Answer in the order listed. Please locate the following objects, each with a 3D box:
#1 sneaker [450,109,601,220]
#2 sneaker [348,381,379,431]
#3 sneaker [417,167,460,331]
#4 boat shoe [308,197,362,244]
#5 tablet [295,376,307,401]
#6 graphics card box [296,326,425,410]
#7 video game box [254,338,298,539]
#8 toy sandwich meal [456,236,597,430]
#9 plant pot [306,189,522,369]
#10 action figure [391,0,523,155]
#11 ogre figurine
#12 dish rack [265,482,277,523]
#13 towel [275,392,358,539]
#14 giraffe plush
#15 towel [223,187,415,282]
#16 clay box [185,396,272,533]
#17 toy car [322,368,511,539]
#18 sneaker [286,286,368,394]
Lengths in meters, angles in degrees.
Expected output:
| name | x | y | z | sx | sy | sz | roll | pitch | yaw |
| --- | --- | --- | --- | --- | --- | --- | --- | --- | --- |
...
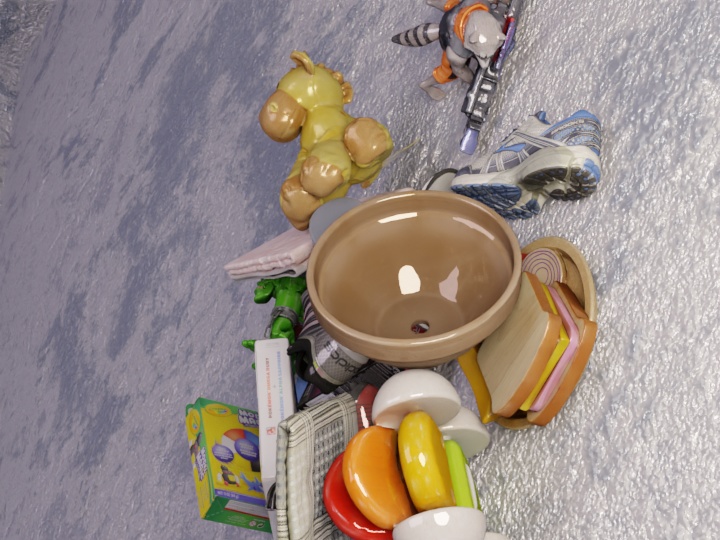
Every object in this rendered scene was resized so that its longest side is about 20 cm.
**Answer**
| name | x | y | z | sx | sy | sz | roll | pitch | yaw |
| --- | --- | --- | --- | --- | --- | --- | --- | --- | --- |
| sneaker | 0.169 | -0.108 | 1.309 | 0.199 | 0.077 | 0.086 | -9 | 56 | 53 |
| sneaker | 0.027 | 0.213 | 1.345 | 0.097 | 0.070 | 0.204 | -5 | 90 | 32 |
| sneaker | 0.097 | -0.030 | 1.369 | 0.079 | 0.073 | 0.202 | -45 | 28 | 43 |
| boat shoe | 0.005 | -0.002 | 1.425 | 0.202 | 0.074 | 0.087 | 53 | 166 | 54 |
| tablet | -0.034 | 0.073 | 1.650 | 0.130 | 0.013 | 0.203 | -3 | 74 | 62 |
| graphics card box | 0.015 | 0.087 | 1.461 | 0.200 | 0.051 | 0.126 | -37 | 23 | 52 |
| video game box | -0.089 | 0.211 | 1.536 | 0.201 | 0.046 | 0.184 | 85 | -179 | -52 |
| toy sandwich meal | 0.147 | 0.058 | 1.239 | 0.205 | 0.069 | 0.208 | -41 | 41 | 48 |
| plant pot | 0.053 | 0.025 | 1.232 | 0.202 | 0.198 | 0.094 | -105 | 3 | -47 |
| action figure | 0.104 | -0.235 | 1.463 | 0.193 | 0.103 | 0.203 | -179 | 106 | -73 |
| ogre figurine | -0.090 | 0.064 | 1.644 | 0.097 | 0.200 | 0.121 | 11 | 69 | 19 |
| dish rack | -0.043 | 0.331 | 1.372 | 0.054 | 0.153 | 0.203 | -5 | 70 | 41 |
| towel | -0.033 | 0.225 | 1.231 | 0.192 | 0.034 | 0.204 | -6 | -85 | -74 |
| giraffe plush | -0.047 | -0.169 | 1.547 | 0.163 | 0.199 | 0.173 | 52 | 142 | 5 |
| towel | -0.048 | -0.041 | 1.592 | 0.199 | 0.190 | 0.033 | -7 | 111 | 61 |
| clay box | -0.156 | 0.237 | 1.681 | 0.048 | 0.114 | 0.201 | -56 | 32 | 28 |
| toy car | 0.045 | 0.203 | 1.206 | 0.148 | 0.200 | 0.177 | -19 | 59 | 14 |
| sneaker | -0.043 | 0.074 | 1.426 | 0.088 | 0.074 | 0.200 | -47 | 21 | 4 |
